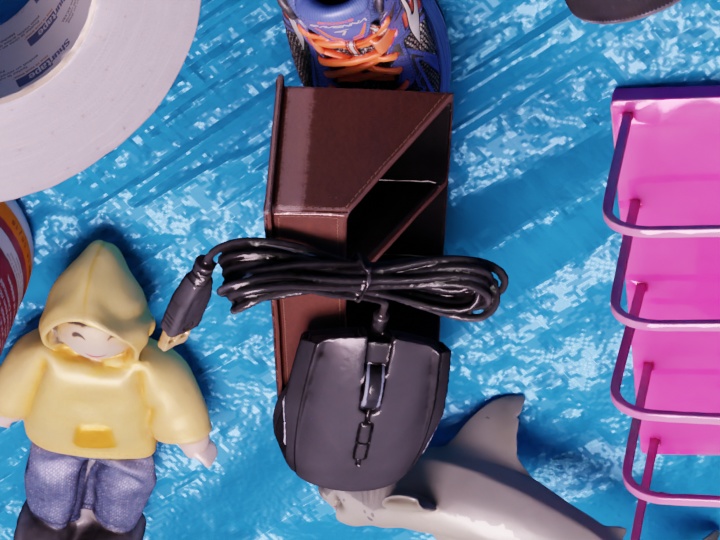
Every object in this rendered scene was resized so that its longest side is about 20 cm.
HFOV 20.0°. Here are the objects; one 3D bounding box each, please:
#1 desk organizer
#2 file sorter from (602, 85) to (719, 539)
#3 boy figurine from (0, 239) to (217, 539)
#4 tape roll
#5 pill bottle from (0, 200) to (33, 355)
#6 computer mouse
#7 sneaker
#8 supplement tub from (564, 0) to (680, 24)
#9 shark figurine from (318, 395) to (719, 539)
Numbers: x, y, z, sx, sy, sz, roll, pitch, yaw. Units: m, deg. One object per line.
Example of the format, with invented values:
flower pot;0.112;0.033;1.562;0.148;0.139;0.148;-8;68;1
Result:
desk organizer;0.000;0.000;0.938;0.077;0.072;0.200;3;148;2
file sorter;0.184;0.032;0.922;0.139;0.125;0.200;-1;121;15
boy figurine;-0.133;0.073;1.058;0.124;0.064;0.200;14;132;0
tape roll;-0.168;-0.128;0.849;0.200;0.066;0.200;-12;124;-18
pill bottle;-0.228;0.040;0.956;0.113;0.200;0.113;4;128;4
computer mouse;-0.025;0.053;0.914;0.140;0.046;0.200;7;148;-12
sneaker;-0.009;-0.118;0.879;0.075;0.078;0.200;-6;129;14
supplement tub;0.076;-0.195;0.792;0.107;0.107;0.200;-18;124;20
shark figurine;0.087;0.114;1.056;0.214;0.090;0.128;18;162;4
